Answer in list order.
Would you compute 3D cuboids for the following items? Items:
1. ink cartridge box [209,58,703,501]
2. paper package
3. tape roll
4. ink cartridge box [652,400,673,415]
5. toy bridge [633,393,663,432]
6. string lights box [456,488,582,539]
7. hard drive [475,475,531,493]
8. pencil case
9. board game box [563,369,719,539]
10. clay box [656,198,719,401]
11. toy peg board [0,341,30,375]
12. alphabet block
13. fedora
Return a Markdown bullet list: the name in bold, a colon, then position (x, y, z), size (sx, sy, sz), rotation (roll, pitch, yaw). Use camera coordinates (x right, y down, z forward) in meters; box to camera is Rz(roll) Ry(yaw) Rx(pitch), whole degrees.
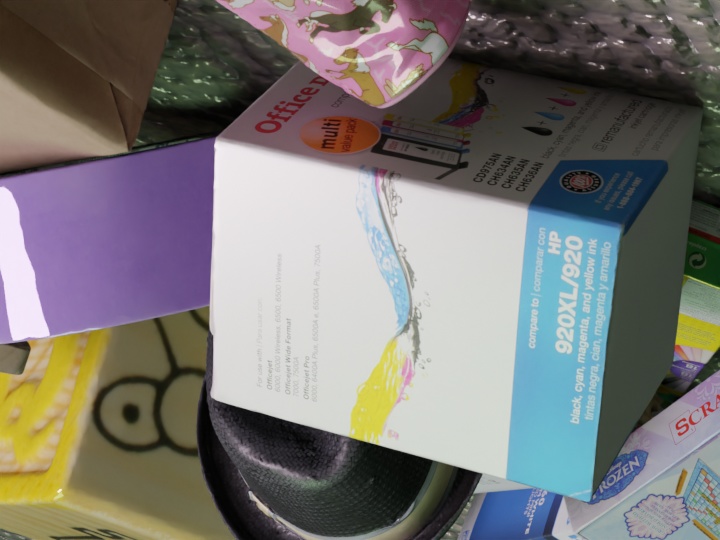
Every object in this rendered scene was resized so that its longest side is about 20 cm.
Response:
- **ink cartridge box**: position (0.044, -0.008, 1.041), size (0.198, 0.147, 0.146), rotation (13, 120, 19)
- **paper package**: position (-0.222, -0.135, 1.105), size (0.199, 0.104, 0.190), rotation (-5, 148, 47)
- **tape roll**: position (-0.134, -0.021, 1.179), size (0.198, 0.086, 0.200), rotation (-11, -175, 1)
- **ink cartridge box**: position (0.124, 0.083, 1.380), size (0.103, 0.060, 0.200), rotation (1, 152, 45)
- **toy bridge**: position (0.108, 0.036, 1.193), size (0.067, 0.027, 0.200), rotation (0, 151, 45)
- **string lights box**: position (0.147, 0.174, 1.413), size (0.102, 0.059, 0.200), rotation (28, 161, -12)
- **hard drive**: position (0.067, 0.103, 1.322), size (0.131, 0.026, 0.200), rotation (20, 164, -21)
- **pencil case**: position (-0.042, -0.148, 0.935), size (0.199, 0.083, 0.086), rotation (30, 159, -25)
- **board game box**: position (0.252, 0.125, 1.244), size (0.199, 0.041, 0.200), rotation (-38, 127, 22)
- **clay box**: position (0.147, 0.011, 1.201), size (0.114, 0.048, 0.200), rotation (21, 161, 2)
- **toy peg board**: position (-0.325, 0.035, 1.270), size (0.198, 0.099, 0.200), rotation (14, -166, -31)
- **alphabet block**: position (-0.135, 0.093, 1.433), size (0.199, 0.197, 0.196), rotation (26, 158, -30)
- **fedora**: position (-0.025, 0.070, 1.187), size (0.199, 0.202, 0.092), rotation (7, 162, 31)
